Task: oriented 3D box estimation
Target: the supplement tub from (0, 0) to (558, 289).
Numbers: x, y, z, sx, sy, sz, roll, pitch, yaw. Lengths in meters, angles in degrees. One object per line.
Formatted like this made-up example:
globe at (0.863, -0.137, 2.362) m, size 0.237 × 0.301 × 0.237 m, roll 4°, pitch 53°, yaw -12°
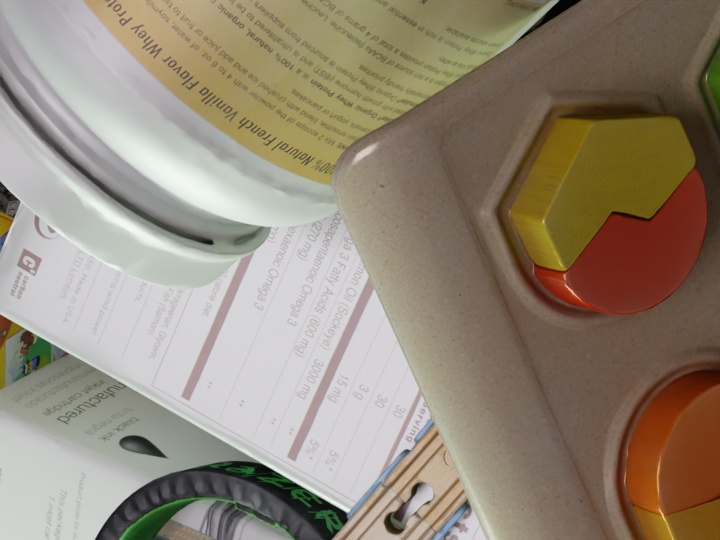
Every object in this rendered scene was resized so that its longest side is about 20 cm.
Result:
supplement tub at (-0.017, -0.103, 0.777) m, size 0.200 × 0.144 × 0.144 m, roll -43°, pitch 81°, yaw 21°

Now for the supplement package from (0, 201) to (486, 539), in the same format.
supplement package at (0.000, 0.000, 0.920) m, size 0.200 × 0.117 × 0.117 m, roll 28°, pitch 105°, yaw 14°

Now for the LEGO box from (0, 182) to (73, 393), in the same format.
LEGO box at (-0.175, 0.043, 1.131) m, size 0.149 × 0.077 × 0.200 m, roll 25°, pitch 142°, yaw 27°

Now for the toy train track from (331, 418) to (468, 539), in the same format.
toy train track at (0.039, 0.044, 0.830) m, size 0.115 × 0.033 × 0.200 m, roll 43°, pitch 108°, yaw 7°

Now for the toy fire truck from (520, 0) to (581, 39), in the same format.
toy fire truck at (0.008, -0.196, 0.901) m, size 0.176 × 0.128 × 0.200 m, roll 45°, pitch 124°, yaw 47°

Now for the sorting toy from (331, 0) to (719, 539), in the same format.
sorting toy at (0.110, 0.000, 0.786) m, size 0.036 × 0.200 × 0.185 m, roll 22°, pitch 140°, yaw 62°

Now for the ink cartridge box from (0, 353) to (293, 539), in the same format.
ink cartridge box at (-0.027, 0.095, 1.048) m, size 0.200 × 0.146 × 0.085 m, roll 21°, pitch 118°, yaw 26°

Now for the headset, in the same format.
headset at (-0.046, 0.163, 0.966) m, size 0.123 × 0.094 × 0.200 m, roll 24°, pitch 105°, yaw 29°
